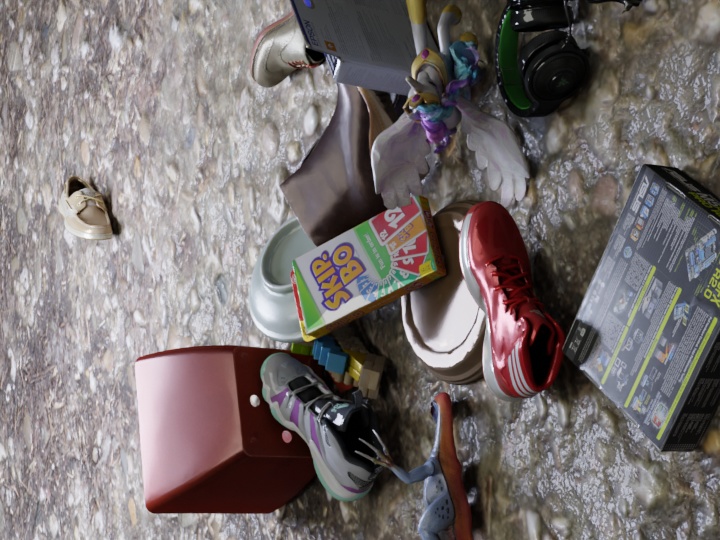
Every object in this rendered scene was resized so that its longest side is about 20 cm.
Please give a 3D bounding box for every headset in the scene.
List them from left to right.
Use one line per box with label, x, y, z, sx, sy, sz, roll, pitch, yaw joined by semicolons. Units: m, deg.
headset;0.196;-0.229;1.351;0.200;0.093;0.125;134;128;-65

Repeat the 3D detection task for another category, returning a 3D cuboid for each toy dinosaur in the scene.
toy dinosaur;0.095;0.230;1.465;0.199;0.105;0.183;21;92;19

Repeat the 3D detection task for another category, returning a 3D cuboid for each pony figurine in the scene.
pony figurine;0.083;-0.169;1.420;0.201;0.165;0.194;-80;-23;-46

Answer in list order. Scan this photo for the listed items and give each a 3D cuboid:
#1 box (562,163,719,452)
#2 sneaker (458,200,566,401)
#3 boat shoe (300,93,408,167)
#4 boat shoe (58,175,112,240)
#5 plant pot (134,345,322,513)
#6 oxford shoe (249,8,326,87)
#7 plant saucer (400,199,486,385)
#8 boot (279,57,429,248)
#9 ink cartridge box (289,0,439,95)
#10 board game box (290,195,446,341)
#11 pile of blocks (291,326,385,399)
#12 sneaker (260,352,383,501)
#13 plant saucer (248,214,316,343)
box;0.270;0.031;1.206;0.160;0.044;0.201;48;126;48
sneaker;0.159;0.024;1.336;0.115;0.078;0.202;159;99;-69
boat shoe;-0.005;-0.166;1.643;0.200;0.064;0.072;-45;47;44
boat shoe;-0.476;-0.110;2.373;0.200;0.073;0.070;39;124;53
plant pot;-0.146;0.187;1.717;0.176;0.199;0.202;-26;64;46
oxford shoe;-0.083;-0.287;1.780;0.200;0.070;0.075;-44;56;48
plant saucer;0.100;0.023;1.491;0.200;0.029;0.202;-11;77;58
boot;-0.032;-0.143;1.573;0.166;0.072;0.201;-33;82;19
ink cartridge box;-0.012;-0.286;1.544;0.041;0.199;0.201;-49;46;37
board game box;0.000;0.000;1.535;0.199;0.030;0.096;-29;61;30
pile of blocks;-0.039;0.105;1.650;0.200;0.081;0.063;41;126;53
sneaker;-0.034;0.159;1.585;0.200;0.077;0.140;52;149;11
plant saucer;-0.066;-0.011;1.650;0.199;0.050;0.201;-24;46;27
